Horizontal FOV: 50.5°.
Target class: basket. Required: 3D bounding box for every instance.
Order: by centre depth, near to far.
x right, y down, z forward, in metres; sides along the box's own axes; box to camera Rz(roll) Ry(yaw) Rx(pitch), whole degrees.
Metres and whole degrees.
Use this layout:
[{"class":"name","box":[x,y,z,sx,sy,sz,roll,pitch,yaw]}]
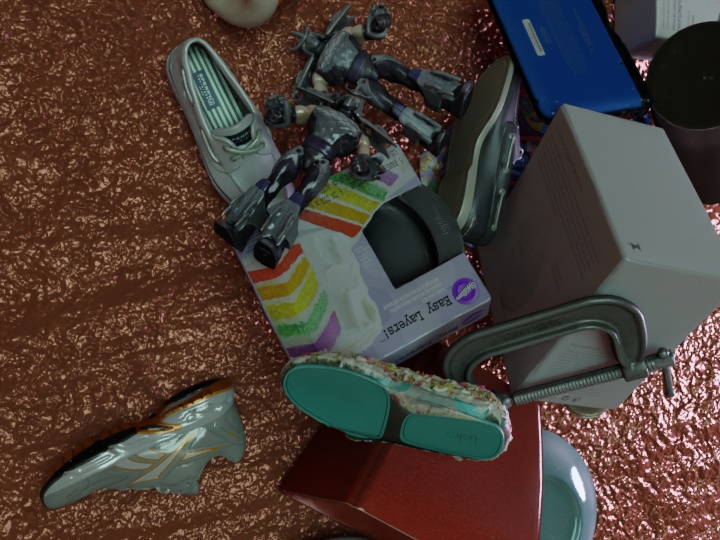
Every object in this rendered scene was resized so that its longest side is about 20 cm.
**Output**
[{"class":"basket","box":[0.389,-0.180,0.845,0.199,0.135,0.183,13,92,-59]}]

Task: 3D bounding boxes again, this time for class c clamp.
[{"class":"c clamp","box":[0.175,0.089,0.663,0.198,0.027,0.172,-13,136,10]}]

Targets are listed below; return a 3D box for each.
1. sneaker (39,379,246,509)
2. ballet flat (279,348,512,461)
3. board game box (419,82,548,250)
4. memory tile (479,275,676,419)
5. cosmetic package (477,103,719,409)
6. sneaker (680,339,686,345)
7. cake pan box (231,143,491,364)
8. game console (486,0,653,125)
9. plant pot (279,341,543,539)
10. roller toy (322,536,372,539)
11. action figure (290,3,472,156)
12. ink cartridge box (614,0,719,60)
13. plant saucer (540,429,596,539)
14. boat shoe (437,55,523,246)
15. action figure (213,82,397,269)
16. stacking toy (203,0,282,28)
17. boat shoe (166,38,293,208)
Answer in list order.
[{"class":"sneaker","box":[-0.198,0.186,0.725,0.198,0.076,0.093,-25,101,-16]},{"class":"ballet flat","box":[0.030,0.109,0.641,0.198,0.064,0.076,19,114,-2]},{"class":"board game box","box":[0.166,-0.114,0.833,0.200,0.039,0.158,-44,95,6]},{"class":"memory tile","box":[0.233,0.055,0.845,0.152,0.017,0.200,-31,62,-17]},{"class":"cosmetic package","box":[0.220,-0.010,0.729,0.121,0.201,0.201,8,47,-15]},{"class":"sneaker","box":[0.285,0.070,0.880,0.198,0.087,0.077,-8,91,-19]},{"class":"cake pan box","box":[0.000,0.000,0.719,0.198,0.052,0.186,-26,73,-7]},{"class":"game console","box":[0.230,-0.219,0.829,0.169,0.119,0.202,-11,63,-9]},{"class":"plant pot","box":[0.068,0.185,0.759,0.199,0.199,0.178,32,68,-15]},{"class":"roller toy","box":[-0.011,0.366,0.734,0.199,0.140,0.183,37,87,-15]},{"class":"action figure","box":[0.013,-0.200,0.778,0.199,0.069,0.131,30,94,10]},{"class":"ink cartridge box","box":[0.418,-0.334,0.937,0.198,0.084,0.148,1,88,-18]},{"class":"plant saucer","box":[0.197,0.285,0.871,0.199,0.039,0.204,0,89,-19]},{"class":"boat shoe","box":[0.132,-0.121,0.787,0.062,0.072,0.202,24,77,-25]},{"class":"action figure","box":[-0.046,-0.098,0.696,0.129,0.070,0.201,27,70,18]},{"class":"stacking toy","box":[-0.071,-0.345,0.765,0.199,0.146,0.147,-37,100,-32]},{"class":"boat shoe","box":[-0.127,-0.130,0.748,0.073,0.067,0.201,-37,102,-16]}]
